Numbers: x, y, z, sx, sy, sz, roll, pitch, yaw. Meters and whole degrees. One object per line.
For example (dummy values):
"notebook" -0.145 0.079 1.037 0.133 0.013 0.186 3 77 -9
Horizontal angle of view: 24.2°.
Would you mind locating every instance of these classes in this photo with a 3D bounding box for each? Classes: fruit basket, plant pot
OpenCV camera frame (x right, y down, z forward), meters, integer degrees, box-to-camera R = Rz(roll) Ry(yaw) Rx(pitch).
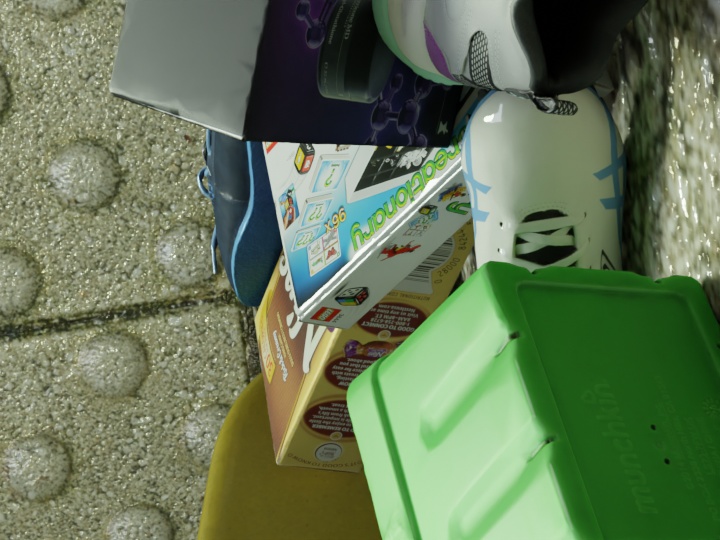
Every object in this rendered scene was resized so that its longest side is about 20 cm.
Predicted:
"fruit basket" 0.080 0.125 0.619 0.215 0.154 0.219 -176 90 -69
"plant pot" 0.002 0.160 1.029 0.201 0.191 0.197 -94 1 -46

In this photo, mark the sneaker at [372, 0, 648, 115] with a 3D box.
"sneaker" 0.078 -0.152 0.579 0.140 0.077 0.203 32 119 53

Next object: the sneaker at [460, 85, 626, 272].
"sneaker" 0.078 0.005 0.694 0.073 0.071 0.202 -99 2 -47

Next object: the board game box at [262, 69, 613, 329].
"board game box" 0.025 -0.078 0.772 0.200 0.034 0.128 -42 49 41

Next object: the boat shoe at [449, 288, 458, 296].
"boat shoe" 0.060 0.084 0.921 0.201 0.070 0.092 -116 19 -65

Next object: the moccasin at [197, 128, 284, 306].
"moccasin" -0.052 -0.065 0.960 0.068 0.080 0.201 54 150 34

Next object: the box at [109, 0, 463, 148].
"box" -0.008 -0.156 0.661 0.078 0.141 0.203 20 105 32

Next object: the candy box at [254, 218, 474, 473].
"candy box" 0.000 0.000 0.909 0.117 0.056 0.201 -104 28 -47
